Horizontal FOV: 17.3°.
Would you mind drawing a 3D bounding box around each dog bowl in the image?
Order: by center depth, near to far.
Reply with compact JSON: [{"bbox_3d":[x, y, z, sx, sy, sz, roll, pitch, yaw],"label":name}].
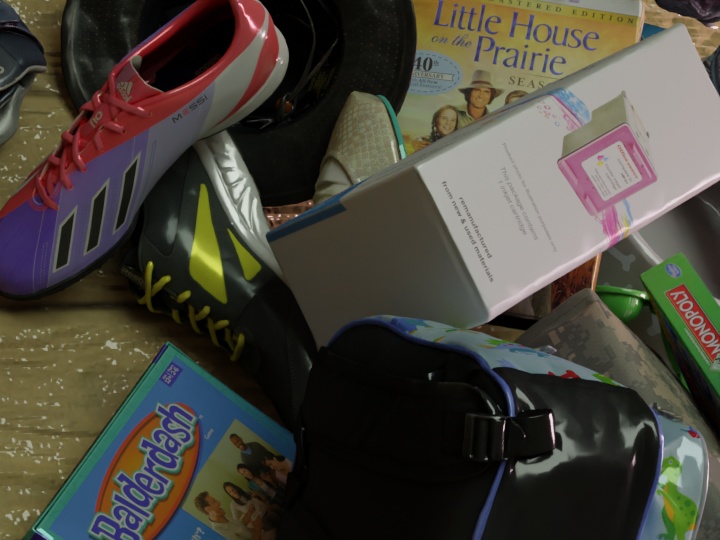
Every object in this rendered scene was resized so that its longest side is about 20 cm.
[{"bbox_3d":[0.209,-0.022,1.488,0.200,0.059,0.200,20,44,-21],"label":"dog bowl"}]

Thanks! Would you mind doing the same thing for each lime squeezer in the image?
[{"bbox_3d":[0.155,0.040,1.400,0.200,0.071,0.038,43,8,5],"label":"lime squeezer"}]

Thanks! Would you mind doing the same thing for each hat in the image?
[{"bbox_3d":[-0.067,-0.130,1.356,0.201,0.201,0.081,40,1,2],"label":"hat"}]

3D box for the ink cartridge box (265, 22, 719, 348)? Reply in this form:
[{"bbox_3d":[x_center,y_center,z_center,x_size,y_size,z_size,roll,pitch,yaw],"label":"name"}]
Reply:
[{"bbox_3d":[0.075,-0.037,1.197,0.200,0.144,0.085,-28,94,-35],"label":"ink cartridge box"}]

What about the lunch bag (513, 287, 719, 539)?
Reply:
[{"bbox_3d":[0.149,0.124,1.260,0.164,0.117,0.200,60,13,29],"label":"lunch bag"}]

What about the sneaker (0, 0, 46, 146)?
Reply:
[{"bbox_3d":[-0.257,-0.119,1.227,0.202,0.077,0.146,-11,58,-43],"label":"sneaker"}]

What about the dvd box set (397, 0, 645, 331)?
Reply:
[{"bbox_3d":[0.075,-0.069,1.345,0.146,0.029,0.200,10,73,8],"label":"dvd box set"}]

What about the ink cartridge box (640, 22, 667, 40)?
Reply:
[{"bbox_3d":[0.080,-0.111,1.433,0.200,0.068,0.115,16,45,11],"label":"ink cartridge box"}]

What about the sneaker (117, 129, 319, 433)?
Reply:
[{"bbox_3d":[-0.080,0.009,1.256,0.084,0.075,0.200,-20,65,-24],"label":"sneaker"}]

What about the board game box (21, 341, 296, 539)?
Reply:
[{"bbox_3d":[-0.054,0.147,1.155,0.200,0.045,0.152,37,41,-3],"label":"board game box"}]

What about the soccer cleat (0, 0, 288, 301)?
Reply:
[{"bbox_3d":[-0.123,-0.069,1.207,0.200,0.073,0.068,-43,65,-5],"label":"soccer cleat"}]

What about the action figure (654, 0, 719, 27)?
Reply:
[{"bbox_3d":[0.185,-0.180,1.424,0.200,0.130,0.070,24,75,-64],"label":"action figure"}]

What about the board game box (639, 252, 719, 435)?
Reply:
[{"bbox_3d":[0.217,0.100,1.285,0.200,0.029,0.135,61,0,-41],"label":"board game box"}]

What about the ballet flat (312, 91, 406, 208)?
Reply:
[{"bbox_3d":[0.000,0.000,1.271,0.062,0.067,0.201,-7,82,-24],"label":"ballet flat"}]

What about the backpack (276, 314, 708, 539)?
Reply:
[{"bbox_3d":[0.052,0.119,1.070,0.147,0.183,0.200,12,5,-27],"label":"backpack"}]

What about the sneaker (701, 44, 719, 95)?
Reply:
[{"bbox_3d":[0.271,-0.067,1.462,0.078,0.086,0.200,-12,61,-41],"label":"sneaker"}]
